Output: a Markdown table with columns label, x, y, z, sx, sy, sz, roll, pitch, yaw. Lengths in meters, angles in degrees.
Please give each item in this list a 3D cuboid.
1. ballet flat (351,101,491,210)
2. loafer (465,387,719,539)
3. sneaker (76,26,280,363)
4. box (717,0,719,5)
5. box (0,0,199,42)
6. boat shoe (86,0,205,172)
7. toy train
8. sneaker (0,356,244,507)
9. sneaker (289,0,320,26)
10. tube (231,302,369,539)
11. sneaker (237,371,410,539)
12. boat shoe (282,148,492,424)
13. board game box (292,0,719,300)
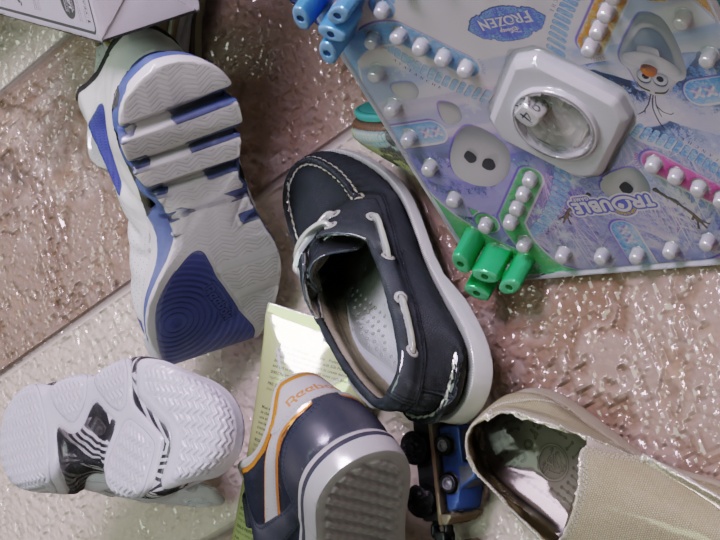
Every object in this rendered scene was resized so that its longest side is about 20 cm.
| label | x | y | z | sx | sy | sz | roll | pitch | yaw |
| --- | --- | --- | --- | --- | --- | --- | --- | --- | --- |
| ballet flat | 0.081 | -0.071 | 0.959 | 0.200 | 0.069 | 0.071 | -13 | 107 | 39 |
| loafer | 0.124 | 0.121 | 0.912 | 0.200 | 0.068 | 0.076 | 28 | 108 | 37 |
| sneaker | -0.104 | -0.056 | 1.072 | 0.115 | 0.080 | 0.200 | -122 | 21 | -50 |
| box | 0.158 | -0.221 | 0.897 | 0.082 | 0.049 | 0.200 | 18 | 102 | 40 |
| box | -0.168 | -0.196 | 1.038 | 0.200 | 0.060 | 0.117 | 20 | 127 | 56 |
| boat shoe | -0.132 | -0.150 | 1.129 | 0.075 | 0.068 | 0.200 | 25 | 106 | 38 |
| toy train | 0.055 | 0.165 | 0.993 | 0.046 | 0.034 | 0.200 | -12 | 82 | 36 |
| sneaker | -0.104 | 0.092 | 1.067 | 0.200 | 0.115 | 0.075 | -9 | 77 | 48 |
| sneaker | 0.007 | -0.176 | 0.926 | 0.115 | 0.199 | 0.081 | -40 | 47 | 25 |
| tube | -0.037 | 0.124 | 1.066 | 0.052 | 0.058 | 0.200 | -149 | 69 | -69 |
| sneaker | -0.020 | 0.135 | 1.006 | 0.079 | 0.078 | 0.200 | 52 | 146 | 37 |
| boat shoe | 0.000 | 0.000 | 1.003 | 0.200 | 0.060 | 0.076 | 52 | 124 | 44 |
| board game box | 0.089 | -0.067 | 0.884 | 0.200 | 0.026 | 0.200 | -5 | 130 | 39 |
